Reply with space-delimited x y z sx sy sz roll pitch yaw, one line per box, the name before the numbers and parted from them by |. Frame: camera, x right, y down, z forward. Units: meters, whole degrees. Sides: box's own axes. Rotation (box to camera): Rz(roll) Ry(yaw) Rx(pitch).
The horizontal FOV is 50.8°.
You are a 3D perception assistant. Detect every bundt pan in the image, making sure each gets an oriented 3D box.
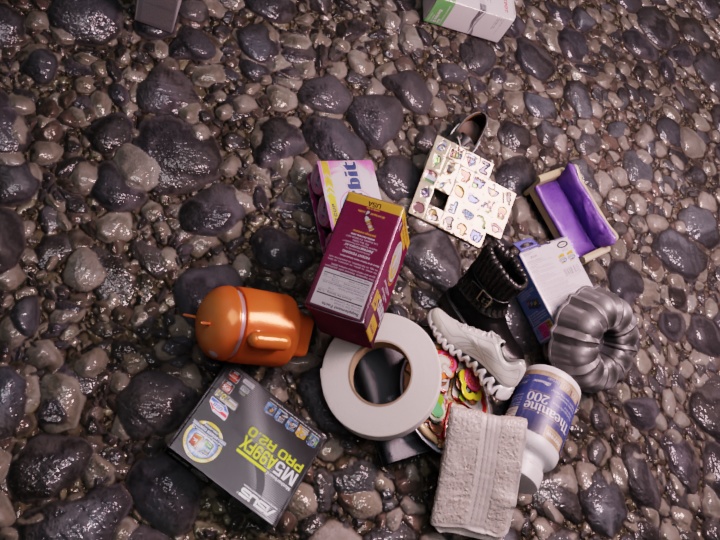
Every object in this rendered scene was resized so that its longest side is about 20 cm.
bundt pan | 0.442 0.134 1.399 0.198 0.075 0.207 -7 103 -32

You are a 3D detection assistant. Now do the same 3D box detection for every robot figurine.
robot figurine | -0.172 0.087 1.178 0.197 0.117 0.146 11 44 -34

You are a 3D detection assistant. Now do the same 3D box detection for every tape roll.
tape roll | 0.033 0.170 1.229 0.197 0.037 0.208 -3 68 6

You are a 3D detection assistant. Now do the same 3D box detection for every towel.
towel | 0.188 0.326 1.210 0.129 0.034 0.205 9 92 1

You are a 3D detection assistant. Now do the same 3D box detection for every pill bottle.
pill bottle | 0.300 0.274 1.306 0.110 0.111 0.202 34 59 -4

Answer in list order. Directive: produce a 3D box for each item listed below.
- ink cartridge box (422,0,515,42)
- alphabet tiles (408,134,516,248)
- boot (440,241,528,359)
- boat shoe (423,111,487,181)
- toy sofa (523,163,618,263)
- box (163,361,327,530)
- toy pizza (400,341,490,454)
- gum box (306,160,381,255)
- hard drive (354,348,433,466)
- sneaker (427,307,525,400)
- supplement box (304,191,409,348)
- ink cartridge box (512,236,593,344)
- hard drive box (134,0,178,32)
ink cartridge box | 0.243 -0.621 1.722 0.195 0.084 0.149 10 63 -19
alphabet tiles | 0.208 -0.148 1.495 0.197 0.008 0.170 25 79 -11
boot | 0.252 0.072 1.344 0.212 0.158 0.079 48 34 5
boat shoe | 0.194 -0.251 1.538 0.072 0.068 0.200 42 60 -1
toy sofa | 0.431 -0.112 1.555 0.081 0.098 0.203 -19 76 -30
box | -0.170 0.263 1.148 0.199 0.044 0.161 38 57 -3
toy pizza | 0.151 0.213 1.282 0.197 0.032 0.204 19 54 -29
gum box | -0.021 -0.105 1.373 0.111 0.066 0.204 -3 68 -25
hard drive | 0.070 0.212 1.283 0.137 0.033 0.204 -9 70 -27
sneaker | 0.201 0.129 1.314 0.200 0.082 0.075 43 21 13
supplement box | 0.000 0.000 1.213 0.101 0.131 0.204 16 71 13
ink cartridge box | 0.369 0.023 1.477 0.134 0.076 0.204 -17 76 -29
hard drive box | -0.346 -0.566 1.372 0.075 0.200 0.159 15 60 -16
